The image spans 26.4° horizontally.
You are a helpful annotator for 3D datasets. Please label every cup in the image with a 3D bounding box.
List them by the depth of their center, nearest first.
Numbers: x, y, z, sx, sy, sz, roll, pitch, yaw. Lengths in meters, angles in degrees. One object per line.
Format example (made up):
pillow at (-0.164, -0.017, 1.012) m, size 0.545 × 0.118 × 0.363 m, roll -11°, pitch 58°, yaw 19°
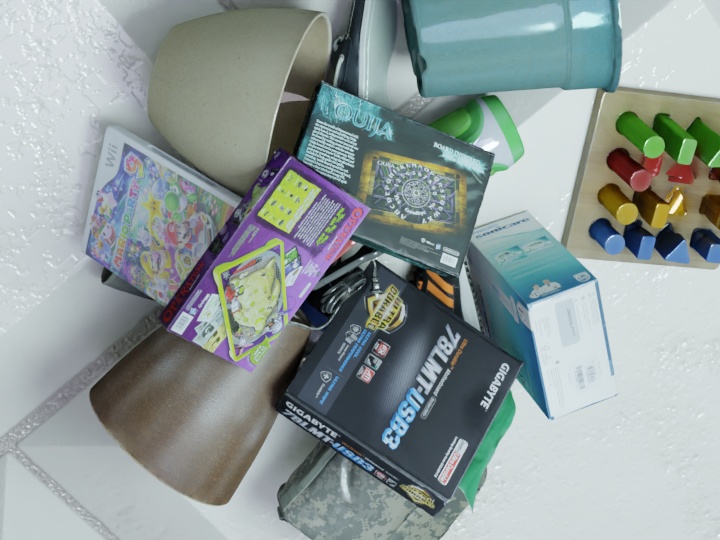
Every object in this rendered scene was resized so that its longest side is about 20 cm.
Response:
cup at (-0.126, -0.175, 1.512) m, size 0.142 × 0.200 × 0.202 m, roll 17°, pitch 111°, yaw 8°

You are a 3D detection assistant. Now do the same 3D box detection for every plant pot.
plant pot at (0.143, -0.262, 1.533) m, size 0.194 × 0.201 × 0.202 m, roll -9°, pitch 116°, yaw 0°
plant pot at (-0.147, 0.105, 1.588) m, size 0.186 × 0.187 × 0.200 m, roll 35°, pitch 99°, yaw -25°

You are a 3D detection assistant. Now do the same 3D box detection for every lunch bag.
lunch bag at (0.020, 0.226, 1.721) m, size 0.167 × 0.140 × 0.200 m, roll 23°, pitch 118°, yaw -37°

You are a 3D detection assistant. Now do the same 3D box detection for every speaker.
speaker at (0.071, -0.109, 1.632) m, size 0.199 × 0.089 × 0.089 m, roll -28°, pitch 118°, yaw 0°

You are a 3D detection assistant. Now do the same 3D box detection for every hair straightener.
hair straightener at (0.000, 0.000, 1.553) m, size 0.200 × 0.041 × 0.077 m, roll -40°, pitch 112°, yaw -23°

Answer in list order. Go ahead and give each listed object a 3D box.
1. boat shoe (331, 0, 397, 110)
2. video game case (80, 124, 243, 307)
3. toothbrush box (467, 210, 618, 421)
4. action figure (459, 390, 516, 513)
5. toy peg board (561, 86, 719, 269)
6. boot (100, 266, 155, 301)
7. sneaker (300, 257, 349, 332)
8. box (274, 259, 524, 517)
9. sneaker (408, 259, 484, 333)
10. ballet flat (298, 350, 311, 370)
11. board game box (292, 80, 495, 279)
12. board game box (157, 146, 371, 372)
boat shoe at (-0.004, -0.209, 1.578) m, size 0.060 × 0.075 × 0.202 m, roll 9°, pitch 98°, yaw 28°
video game case at (-0.194, -0.040, 1.529) m, size 0.018 × 0.199 × 0.144 m, roll -17°, pitch 130°, yaw -51°
toothbrush box at (0.193, 0.045, 1.669) m, size 0.085 × 0.200 × 0.147 m, roll -19°, pitch 116°, yaw -10°
action figure at (0.117, 0.166, 1.660) m, size 0.118 × 0.200 × 0.055 m, roll 48°, pitch 134°, yaw -3°
toy peg board at (0.349, -0.086, 1.707) m, size 0.198 × 0.098 × 0.201 m, roll 5°, pitch 113°, yaw -16°
boot at (-0.151, -0.019, 1.633) m, size 0.199 × 0.073 × 0.182 m, roll 30°, pitch 105°, yaw -18°
sneaker at (0.028, 0.060, 1.681) m, size 0.199 × 0.070 × 0.078 m, roll 32°, pitch 108°, yaw -2°
box at (0.044, 0.118, 1.581) m, size 0.198 × 0.200 × 0.050 m, roll 34°, pitch 145°, yaw 1°
sneaker at (0.080, 0.019, 1.703) m, size 0.089 × 0.070 × 0.201 m, roll -15°, pitch 114°, yaw 4°
ballet flat at (-0.077, 0.122, 1.713) m, size 0.198 × 0.067 × 0.064 m, roll -8°, pitch 109°, yaw -11°
board game box at (0.027, -0.089, 1.534) m, size 0.199 × 0.028 × 0.136 m, roll 22°, pitch 79°, yaw -14°
board game box at (-0.090, -0.007, 1.459) m, size 0.120 × 0.032 × 0.201 m, roll 32°, pitch 97°, yaw -38°
